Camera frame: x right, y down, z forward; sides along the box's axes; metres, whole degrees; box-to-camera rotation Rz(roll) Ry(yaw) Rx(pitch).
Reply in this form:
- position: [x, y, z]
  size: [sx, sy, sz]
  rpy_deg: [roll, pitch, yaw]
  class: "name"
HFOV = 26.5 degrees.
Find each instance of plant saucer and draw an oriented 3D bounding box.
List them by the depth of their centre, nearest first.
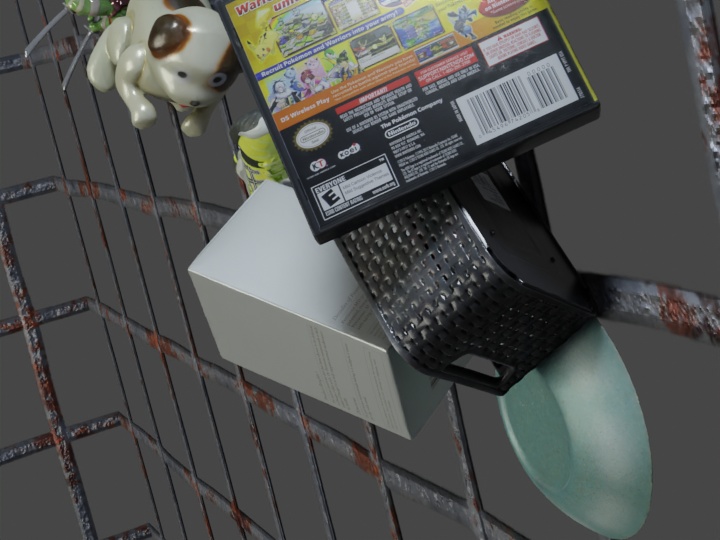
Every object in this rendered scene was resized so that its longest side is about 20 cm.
- position: [0.142, 0.106, 1.116]
  size: [0.201, 0.038, 0.202]
  rpy_deg: [163, 90, -72]
  class: "plant saucer"

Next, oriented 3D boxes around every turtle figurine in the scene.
- position: [-0.330, -0.337, 1.864]
  size: [0.199, 0.144, 0.195]
  rpy_deg: [-6, 81, 29]
  class: "turtle figurine"

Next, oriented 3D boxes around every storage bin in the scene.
- position: [0.058, -0.026, 1.054]
  size: [0.094, 0.135, 0.201]
  rpy_deg: [-43, 56, 21]
  class: "storage bin"

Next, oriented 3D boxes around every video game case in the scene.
- position: [0.028, -0.138, 0.990]
  size: [0.026, 0.199, 0.182]
  rpy_deg: [61, -175, -72]
  class: "video game case"

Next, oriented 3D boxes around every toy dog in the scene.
- position: [-0.187, -0.238, 1.645]
  size: [0.195, 0.139, 0.200]
  rpy_deg: [-65, 27, 6]
  class: "toy dog"

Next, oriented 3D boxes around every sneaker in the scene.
- position: [-0.068, -0.099, 1.352]
  size: [0.077, 0.075, 0.200]
  rpy_deg: [60, 173, 10]
  class: "sneaker"

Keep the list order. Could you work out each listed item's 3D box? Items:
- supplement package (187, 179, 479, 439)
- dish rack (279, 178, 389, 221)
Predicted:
- position: [-0.019, 0.028, 1.233]
  size: [0.199, 0.117, 0.117]
  rpy_deg: [21, 147, 29]
  class: "supplement package"
- position: [0.000, 0.000, 1.337]
  size: [0.171, 0.044, 0.200]
  rpy_deg: [34, 150, 11]
  class: "dish rack"
